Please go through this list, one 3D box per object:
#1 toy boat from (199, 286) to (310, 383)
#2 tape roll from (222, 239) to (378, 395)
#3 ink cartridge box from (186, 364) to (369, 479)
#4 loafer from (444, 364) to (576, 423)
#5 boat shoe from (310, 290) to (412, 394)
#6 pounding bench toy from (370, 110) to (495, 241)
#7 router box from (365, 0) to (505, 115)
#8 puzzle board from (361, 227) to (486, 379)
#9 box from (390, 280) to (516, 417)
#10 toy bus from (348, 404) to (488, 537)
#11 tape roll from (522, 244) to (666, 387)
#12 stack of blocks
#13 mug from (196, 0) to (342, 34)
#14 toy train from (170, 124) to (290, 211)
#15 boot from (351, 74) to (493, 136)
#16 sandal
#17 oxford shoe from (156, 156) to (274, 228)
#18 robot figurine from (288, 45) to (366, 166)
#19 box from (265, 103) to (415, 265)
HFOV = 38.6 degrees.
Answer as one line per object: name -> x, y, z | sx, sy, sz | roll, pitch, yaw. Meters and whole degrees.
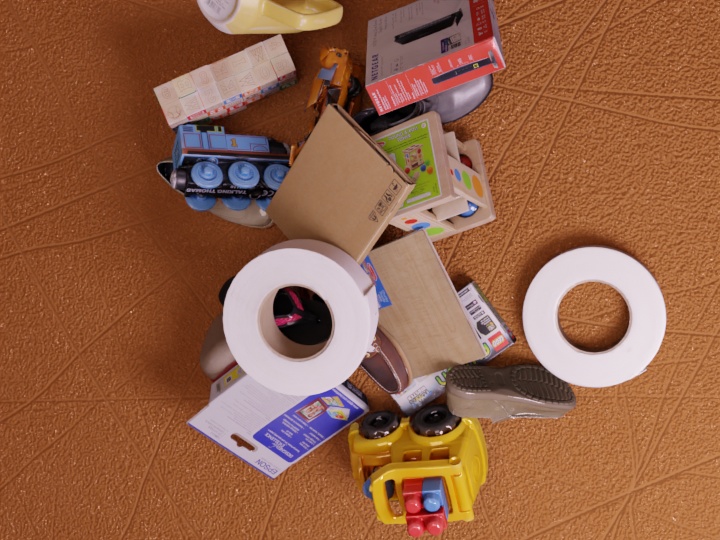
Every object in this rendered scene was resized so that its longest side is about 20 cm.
toy boat -> -0.144, 0.110, 1.558 | 0.200, 0.131, 0.131 | -34, 116, 15
tape roll -> -0.078, 0.061, 1.368 | 0.202, 0.071, 0.203 | 2, 102, 11
ink cartridge box -> -0.122, 0.204, 1.532 | 0.200, 0.047, 0.198 | -35, 128, 16
loafer -> 0.210, 0.178, 1.468 | 0.199, 0.076, 0.068 | 10, 132, -12
boat shoe -> -0.003, 0.099, 1.484 | 0.070, 0.070, 0.200 | -36, 90, 43
pounding bench toy -> 0.065, -0.111, 1.443 | 0.199, 0.156, 0.125 | -19, 70, 27
router box -> 0.098, -0.309, 1.398 | 0.179, 0.200, 0.049 | -19, 126, 15
puzzle board -> 0.077, 0.052, 1.463 | 0.150, 0.017, 0.200 | -21, 99, 37
box -> 0.118, 0.117, 1.520 | 0.200, 0.035, 0.110 | -37, 86, 15
toy bus -> 0.071, 0.300, 1.459 | 0.199, 0.192, 0.136 | -7, 116, 17
tape roll -> 0.331, 0.065, 1.458 | 0.202, 0.037, 0.204 | 2, 97, 14
stack of blocks -> -0.195, -0.270, 1.516 | 0.199, 0.115, 0.059 | -24, 90, -3
mug -> -0.133, -0.394, 1.409 | 0.186, 0.153, 0.150 | -1, 108, 38
toy train -> -0.181, -0.151, 1.509 | 0.199, 0.087, 0.115 | 0, 60, -20
boot -> 0.090, -0.231, 1.439 | 0.200, 0.132, 0.070 | -30, 88, 16
sandal -> -0.120, 0.054, 1.445 | 0.199, 0.045, 0.075 | 20, 67, 24
oxford shoe -> -0.222, -0.115, 1.563 | 0.199, 0.074, 0.071 | 23, 101, 11
robot figurine -> -0.047, -0.213, 1.479 | 0.058, 0.145, 0.201 | 18, 91, 18
box -> -0.033, -0.098, 1.383 | 0.164, 0.021, 0.200 | 48, 126, 18
